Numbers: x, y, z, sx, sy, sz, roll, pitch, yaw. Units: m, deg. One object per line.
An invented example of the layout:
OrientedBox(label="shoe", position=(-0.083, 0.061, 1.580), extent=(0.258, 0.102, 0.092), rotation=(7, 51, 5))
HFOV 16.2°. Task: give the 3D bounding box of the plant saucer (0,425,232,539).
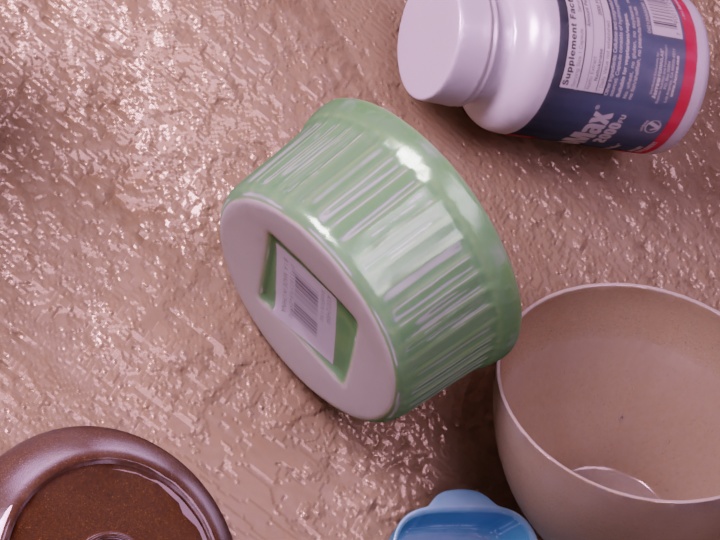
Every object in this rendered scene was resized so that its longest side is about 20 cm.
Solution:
OrientedBox(label="plant saucer", position=(-0.158, 0.191, 1.556), extent=(0.199, 0.032, 0.201), rotation=(9, 70, -26))

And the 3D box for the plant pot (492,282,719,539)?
OrientedBox(label="plant pot", position=(0.177, 0.126, 1.684), extent=(0.199, 0.135, 0.201), rotation=(6, 41, -5))

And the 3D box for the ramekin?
OrientedBox(label="ramekin", position=(0.000, 0.000, 1.609), extent=(0.098, 0.200, 0.200), rotation=(-36, 94, -24))

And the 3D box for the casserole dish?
OrientedBox(label="casserole dish", position=(0.068, 0.247, 1.662), extent=(0.121, 0.039, 0.201), rotation=(2, 73, -29))

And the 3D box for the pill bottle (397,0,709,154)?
OrientedBox(label="pill bottle", position=(0.133, -0.151, 1.770), extent=(0.199, 0.120, 0.120), rotation=(6, 72, -27))

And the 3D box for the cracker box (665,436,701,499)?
OrientedBox(label="cracker box", position=(0.310, 0.178, 1.807), extent=(0.199, 0.058, 0.135), rotation=(-6, 78, -31))
